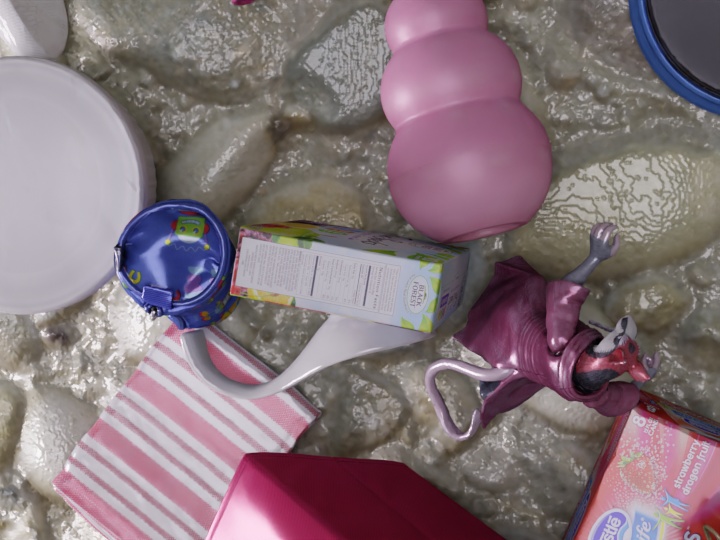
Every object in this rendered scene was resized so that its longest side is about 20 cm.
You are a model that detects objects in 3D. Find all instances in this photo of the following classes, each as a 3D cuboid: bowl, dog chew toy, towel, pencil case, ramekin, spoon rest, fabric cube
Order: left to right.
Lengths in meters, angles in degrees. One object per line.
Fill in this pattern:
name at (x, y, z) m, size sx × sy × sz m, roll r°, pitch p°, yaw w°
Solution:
ramekin at (-0.256, -0.069, 1.075) m, size 0.201 × 0.094 × 0.204 m, roll 1°, pitch 95°, yaw 9°
towel at (-0.145, 0.147, 1.110) m, size 0.146 × 0.030 × 0.200 m, roll 38°, pitch 97°, yaw 4°
pencil case at (-0.131, 0.001, 1.003) m, size 0.078 × 0.200 × 0.087 m, roll 23°, pitch 84°, yaw 1°
spoon rest at (-0.038, 0.064, 1.048) m, size 0.199 × 0.099 × 0.061 m, roll -7°, pitch 91°, yaw 14°
fabric cube at (0.005, 0.266, 0.967) m, size 0.199 × 0.200 × 0.197 m, roll 31°, pitch 102°, yaw 39°
dog chew toy at (0.070, -0.125, 1.004) m, size 0.124 × 0.125 × 0.201 m, roll -14°, pitch 84°, yaw 11°
bowl at (0.299, -0.212, 0.994) m, size 0.199 × 0.039 × 0.202 m, roll 1°, pitch 95°, yaw 9°

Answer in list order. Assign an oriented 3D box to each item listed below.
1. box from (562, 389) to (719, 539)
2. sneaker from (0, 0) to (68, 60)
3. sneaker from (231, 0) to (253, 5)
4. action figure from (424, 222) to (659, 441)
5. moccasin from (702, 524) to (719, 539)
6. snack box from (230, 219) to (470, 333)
box at (0.210, 0.201, 1.015) m, size 0.099 × 0.095 × 0.201 m, roll 24°, pitch 98°, yaw 8°
sneaker at (-0.312, -0.240, 1.091) m, size 0.088 × 0.075 × 0.201 m, roll -33°, pitch 83°, yaw 23°
sneaker at (-0.060, -0.304, 1.027) m, size 0.088 × 0.081 × 0.200 m, roll 42°, pitch 100°, yaw 2°
action figure at (0.132, 0.053, 0.963) m, size 0.149 × 0.200 × 0.134 m, roll -31°, pitch 105°, yaw -13°
moccasin at (0.274, 0.213, 0.928) m, size 0.201 × 0.078 × 0.074 m, roll -38°, pitch 118°, yaw 21°
snack box at (0.000, 0.000, 0.982) m, size 0.141 × 0.200 × 0.053 m, roll 12°, pitch 96°, yaw 8°
